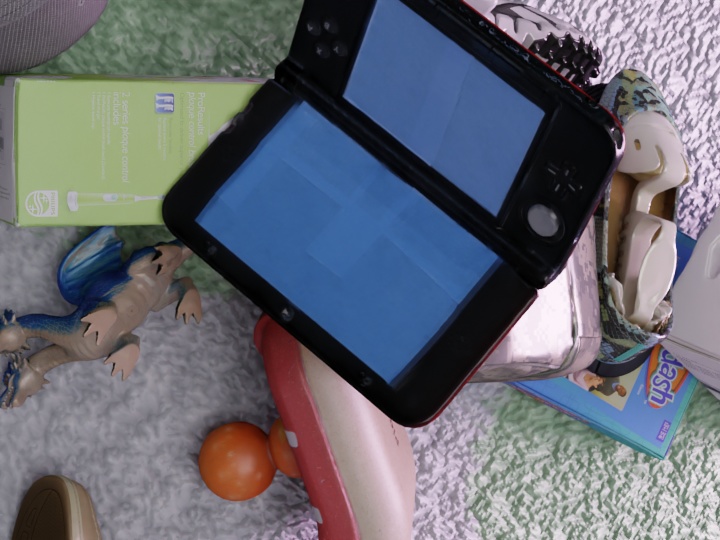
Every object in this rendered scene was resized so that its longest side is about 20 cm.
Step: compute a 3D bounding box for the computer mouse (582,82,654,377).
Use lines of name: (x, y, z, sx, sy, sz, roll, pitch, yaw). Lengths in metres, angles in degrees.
computer mouse: (0.141, -0.019, 1.223, 0.140, 0.046, 0.201, -11, 99, -23)

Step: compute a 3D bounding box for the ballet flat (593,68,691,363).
ballet flat: (0.185, -0.039, 1.188, 0.074, 0.074, 0.201, 11, 77, -24)

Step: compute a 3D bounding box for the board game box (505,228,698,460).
board game box: (0.159, 0.023, 1.285, 0.199, 0.045, 0.153, 28, 84, -23)

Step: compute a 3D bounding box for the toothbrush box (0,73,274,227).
toothbrush box: (-0.125, -0.074, 1.097, 0.199, 0.145, 0.087, 0, 96, -22)

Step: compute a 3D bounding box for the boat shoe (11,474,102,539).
boat shoe: (-0.173, 0.227, 1.157, 0.065, 0.072, 0.202, -6, 90, -44)

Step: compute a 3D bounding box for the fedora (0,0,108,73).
fedora: (-0.200, -0.191, 1.065, 0.090, 0.176, 0.201, 62, 35, -50)

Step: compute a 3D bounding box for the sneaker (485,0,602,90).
sneaker: (0.083, -0.163, 1.217, 0.199, 0.091, 0.067, 4, 137, -44)

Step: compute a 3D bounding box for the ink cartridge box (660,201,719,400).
ink cartridge box: (0.307, 0.033, 1.288, 0.200, 0.084, 0.145, 38, 79, -48)

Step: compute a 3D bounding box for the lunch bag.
lunch bag: (0.058, -0.028, 1.110, 0.138, 0.168, 0.202, -4, 88, 22)

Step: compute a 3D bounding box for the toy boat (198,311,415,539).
toy boat: (-0.042, 0.115, 1.185, 0.130, 0.131, 0.201, -16, 103, 10)

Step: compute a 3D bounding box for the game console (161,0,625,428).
game console: (0.011, -0.051, 0.971, 0.200, 0.173, 0.119, 39, 51, 14)

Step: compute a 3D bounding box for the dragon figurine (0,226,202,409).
dragon figurine: (-0.149, 0.010, 1.133, 0.200, 0.099, 0.059, -45, 124, -19)

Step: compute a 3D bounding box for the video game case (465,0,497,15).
video game case: (0.002, -0.269, 1.147, 0.199, 0.023, 0.183, 20, 56, -24)
